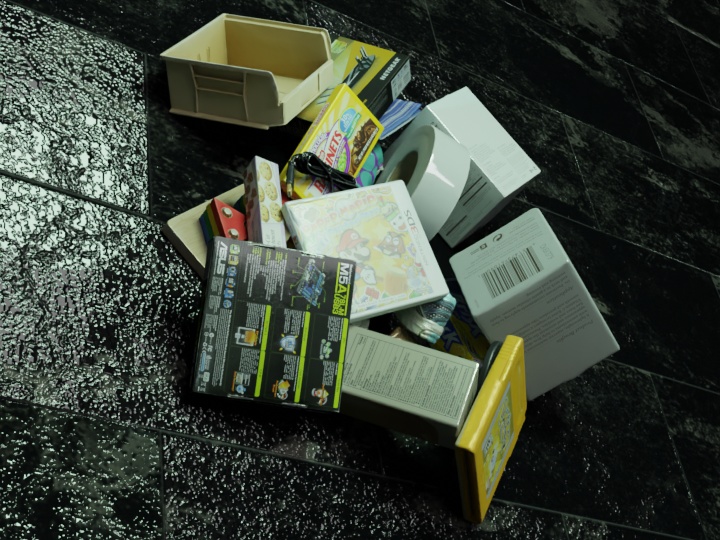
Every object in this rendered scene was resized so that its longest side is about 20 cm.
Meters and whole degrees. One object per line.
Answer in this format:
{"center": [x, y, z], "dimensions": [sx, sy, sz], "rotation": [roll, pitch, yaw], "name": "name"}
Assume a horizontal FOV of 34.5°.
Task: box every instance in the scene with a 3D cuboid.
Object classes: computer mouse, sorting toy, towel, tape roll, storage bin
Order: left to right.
{"center": [-0.166, -0.305, 1.767], "dimensions": [0.197, 0.094, 0.200], "rotation": [12, 32, 19], "name": "storage bin"}
{"center": [-0.141, -0.036, 1.634], "dimensions": [0.199, 0.070, 0.200], "rotation": [49, 38, 6], "name": "sorting toy"}
{"center": [-0.048, -0.077, 1.636], "dimensions": [0.140, 0.046, 0.201], "rotation": [28, 53, -38], "name": "computer mouse"}
{"center": [-0.016, -0.273, 1.921], "dimensions": [0.199, 0.024, 0.145], "rotation": [21, 38, 25], "name": "towel"}
{"center": [0.087, -0.127, 1.823], "dimensions": [0.070, 0.203, 0.203], "rotation": [29, 40, -18], "name": "tape roll"}

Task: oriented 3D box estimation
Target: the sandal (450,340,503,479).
{"center": [0.153, 0.188, 1.609], "dimensions": [0.075, 0.045, 0.201], "rotation": [37, 70, -59], "name": "sandal"}

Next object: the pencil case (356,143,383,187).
{"center": [-0.013, -0.134, 1.834], "dimensions": [0.092, 0.085, 0.201], "rotation": [20, 42, -8], "name": "pencil case"}

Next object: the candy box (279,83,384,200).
{"center": [-0.043, -0.172, 1.728], "dimensions": [0.102, 0.026, 0.201], "rotation": [44, 59, -27], "name": "candy box"}

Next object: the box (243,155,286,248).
{"center": [-0.130, -0.069, 1.585], "dimensions": [0.041, 0.039, 0.201], "rotation": [18, 44, -28], "name": "box"}

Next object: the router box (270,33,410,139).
{"center": [-0.034, -0.286, 1.868], "dimensions": [0.156, 0.052, 0.200], "rotation": [20, 56, 24], "name": "router box"}

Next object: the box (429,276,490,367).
{"center": [0.152, 0.109, 1.778], "dimensions": [0.070, 0.064, 0.201], "rotation": [-2, 56, -44], "name": "box"}

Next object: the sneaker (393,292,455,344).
{"center": [0.073, 0.026, 1.717], "dimensions": [0.077, 0.087, 0.200], "rotation": [33, 7, -46], "name": "sneaker"}

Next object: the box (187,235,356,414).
{"center": [-0.110, 0.070, 1.473], "dimensions": [0.192, 0.047, 0.202], "rotation": [10, 79, -17], "name": "box"}

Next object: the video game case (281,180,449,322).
{"center": [0.008, -0.027, 1.605], "dimensions": [0.199, 0.023, 0.183], "rotation": [-13, 73, -31], "name": "video game case"}

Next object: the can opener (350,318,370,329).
{"center": [0.000, 0.000, 1.697], "dimensions": [0.052, 0.066, 0.201], "rotation": [31, 57, -29], "name": "can opener"}

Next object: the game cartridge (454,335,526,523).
{"center": [0.184, 0.218, 1.595], "dimensions": [0.032, 0.177, 0.201], "rotation": [15, 51, 23], "name": "game cartridge"}

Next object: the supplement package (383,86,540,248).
{"center": [0.169, -0.178, 1.989], "dimensions": [0.200, 0.151, 0.152], "rotation": [49, 38, 6], "name": "supplement package"}

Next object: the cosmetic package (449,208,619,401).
{"center": [0.263, 0.052, 1.768], "dimensions": [0.200, 0.164, 0.165], "rotation": [55, 9, -32], "name": "cosmetic package"}

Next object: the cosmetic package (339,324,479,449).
{"center": [0.049, 0.152, 1.542], "dimensions": [0.198, 0.071, 0.106], "rotation": [17, 58, 13], "name": "cosmetic package"}

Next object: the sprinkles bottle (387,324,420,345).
{"center": [0.105, 0.170, 1.672], "dimensions": [0.200, 0.068, 0.068], "rotation": [46, 37, 2], "name": "sprinkles bottle"}
